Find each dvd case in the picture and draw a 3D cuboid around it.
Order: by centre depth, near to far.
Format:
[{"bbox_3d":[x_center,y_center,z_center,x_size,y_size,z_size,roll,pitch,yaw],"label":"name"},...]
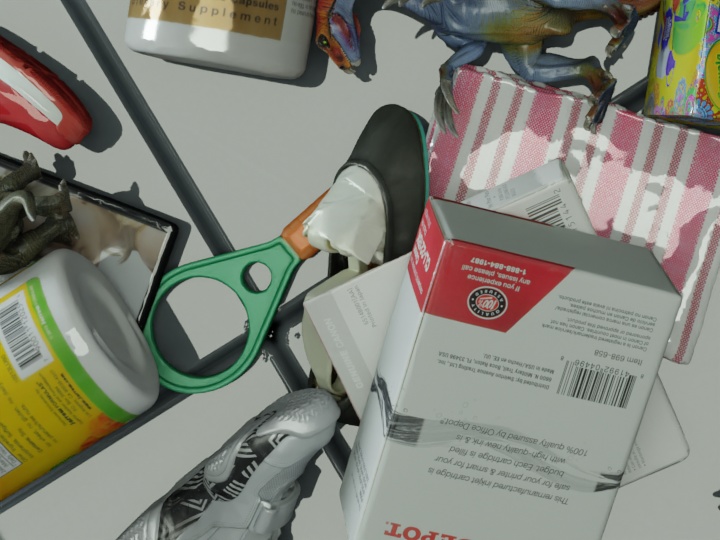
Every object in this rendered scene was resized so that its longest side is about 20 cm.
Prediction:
[{"bbox_3d":[-0.228,0.003,1.571,0.199,0.018,0.144,21,94,10],"label":"dvd case"}]

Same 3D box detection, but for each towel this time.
[{"bbox_3d":[0.130,-0.036,1.540,0.198,0.030,0.147,16,94,4],"label":"towel"}]

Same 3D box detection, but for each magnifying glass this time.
[{"bbox_3d":[-0.059,-0.001,1.564,0.200,0.022,0.080,-41,87,7],"label":"magnifying glass"}]

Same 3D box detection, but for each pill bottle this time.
[{"bbox_3d":[-0.231,0.083,1.507,0.199,0.111,0.112,-32,89,11],"label":"pill bottle"},{"bbox_3d":[-0.074,-0.223,1.510,0.113,0.114,0.202,9,92,5],"label":"pill bottle"}]

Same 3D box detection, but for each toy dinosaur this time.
[{"bbox_3d":[-0.226,-0.022,1.498,0.102,0.200,0.077,-26,113,-14],"label":"toy dinosaur"},{"bbox_3d":[0.072,-0.148,1.510,0.181,0.200,0.106,24,124,17],"label":"toy dinosaur"}]

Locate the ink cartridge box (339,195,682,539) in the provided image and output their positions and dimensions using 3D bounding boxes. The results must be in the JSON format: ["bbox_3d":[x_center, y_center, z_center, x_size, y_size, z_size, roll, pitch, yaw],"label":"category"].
[{"bbox_3d":[0.083,0.076,1.444,0.143,0.084,0.201,13,108,-11],"label":"ink cartridge box"}]

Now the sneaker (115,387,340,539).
[{"bbox_3d":[-0.061,0.162,1.527,0.200,0.075,0.115,-41,92,27],"label":"sneaker"}]

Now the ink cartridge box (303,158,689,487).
[{"bbox_3d":[0.082,0.058,1.506,0.175,0.045,0.201,-24,110,4],"label":"ink cartridge box"}]

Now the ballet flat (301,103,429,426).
[{"bbox_3d":[0.000,0.000,1.513,0.068,0.068,0.202,15,106,47],"label":"ballet flat"}]

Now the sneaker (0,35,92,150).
[{"bbox_3d":[-0.269,-0.106,1.553,0.199,0.078,0.116,35,94,16],"label":"sneaker"}]

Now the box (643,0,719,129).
[{"bbox_3d":[0.284,-0.174,1.458,0.191,0.122,0.202,9,92,-7],"label":"box"}]

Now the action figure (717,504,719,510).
[{"bbox_3d":[0.314,0.063,1.492,0.198,0.105,0.195,8,102,7],"label":"action figure"}]
